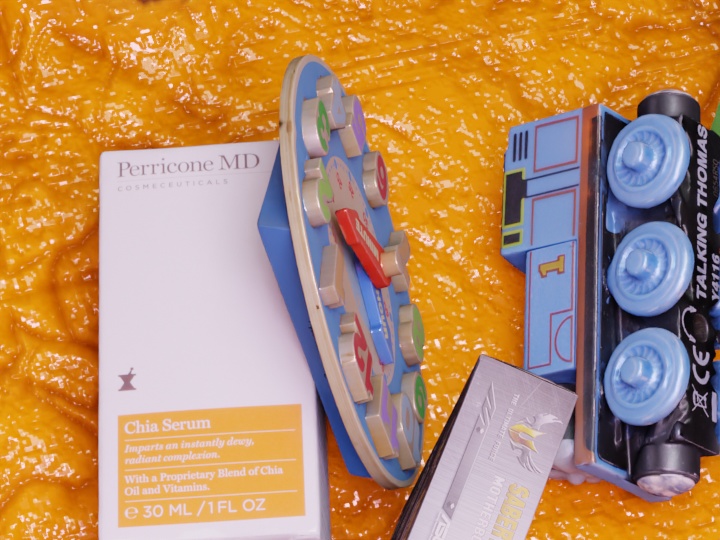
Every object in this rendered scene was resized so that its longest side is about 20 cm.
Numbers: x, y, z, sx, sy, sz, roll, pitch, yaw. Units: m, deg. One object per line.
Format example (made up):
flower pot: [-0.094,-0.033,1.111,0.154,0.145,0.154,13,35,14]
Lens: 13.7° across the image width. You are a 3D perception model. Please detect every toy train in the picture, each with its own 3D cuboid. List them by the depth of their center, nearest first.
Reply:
toy train: [0.125,0.013,1.419,0.086,0.114,0.201,24,61,-45]

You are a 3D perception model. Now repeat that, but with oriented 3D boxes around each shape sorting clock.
shape sorting clock: [0.000,0.000,1.355,0.039,0.200,0.201,-10,61,15]

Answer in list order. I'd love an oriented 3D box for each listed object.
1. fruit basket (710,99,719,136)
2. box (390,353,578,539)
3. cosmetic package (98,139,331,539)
fruit basket: [0.275,-0.069,1.506,0.214,0.156,0.216,15,17,-5]
box: [0.024,0.157,1.290,0.048,0.159,0.201,24,59,0]
cosmetic package: [-0.067,0.045,1.367,0.101,0.071,0.201,-4,62,2]
